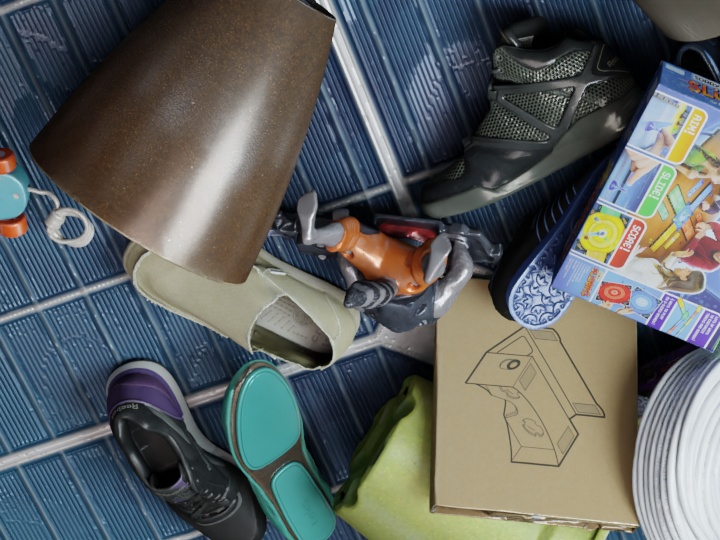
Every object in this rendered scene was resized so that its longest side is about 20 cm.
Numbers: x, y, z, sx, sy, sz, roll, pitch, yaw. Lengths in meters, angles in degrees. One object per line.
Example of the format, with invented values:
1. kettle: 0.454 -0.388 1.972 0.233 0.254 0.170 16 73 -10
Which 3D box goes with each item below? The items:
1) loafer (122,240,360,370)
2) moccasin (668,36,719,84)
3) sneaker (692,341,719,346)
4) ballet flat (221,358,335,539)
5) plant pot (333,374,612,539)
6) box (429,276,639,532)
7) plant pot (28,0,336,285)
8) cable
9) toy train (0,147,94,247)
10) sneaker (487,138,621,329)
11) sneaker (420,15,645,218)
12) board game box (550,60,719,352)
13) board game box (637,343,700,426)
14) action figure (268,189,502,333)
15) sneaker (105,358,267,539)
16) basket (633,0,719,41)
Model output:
1. loafer: -0.092 0.021 1.627 0.200 0.068 0.076 19 117 -12
2. moccasin: 0.262 -0.079 1.542 0.080 0.068 0.200 -18 92 25
3. sneaker: 0.291 0.001 1.624 0.105 0.076 0.200 -6 120 2
4. ballet flat: -0.079 0.145 1.693 0.067 0.070 0.200 -35 128 -18
5. plant pot: 0.087 0.184 1.671 0.184 0.200 0.201 32 114 -5
6. box: 0.137 0.103 1.617 0.163 0.200 0.021 6 152 -6
7. plant pot: -0.108 -0.123 1.497 0.187 0.187 0.200 31 100 -18
8. cable: 0.298 0.149 1.595 0.200 0.069 0.200 -8 99 -34
9. toy train: -0.306 -0.019 1.609 0.200 0.056 0.150 -39 115 22
10. sneaker: 0.173 -0.042 1.606 0.200 0.078 0.070 -46 110 -2
11. sneaker: 0.112 -0.119 1.556 0.199 0.076 0.114 -31 94 33
12. board game box: 0.238 -0.042 1.494 0.135 0.034 0.200 22 129 -3
13. board game box: 0.293 0.139 1.699 0.120 0.032 0.200 -31 124 28
14. action figure: 0.000 0.000 1.571 0.200 0.193 0.105 5 76 14
15. sneaker: -0.149 0.174 1.700 0.076 0.088 0.200 -30 117 14
16. basket: 0.215 -0.272 1.438 0.180 0.136 0.200 -34 120 7
